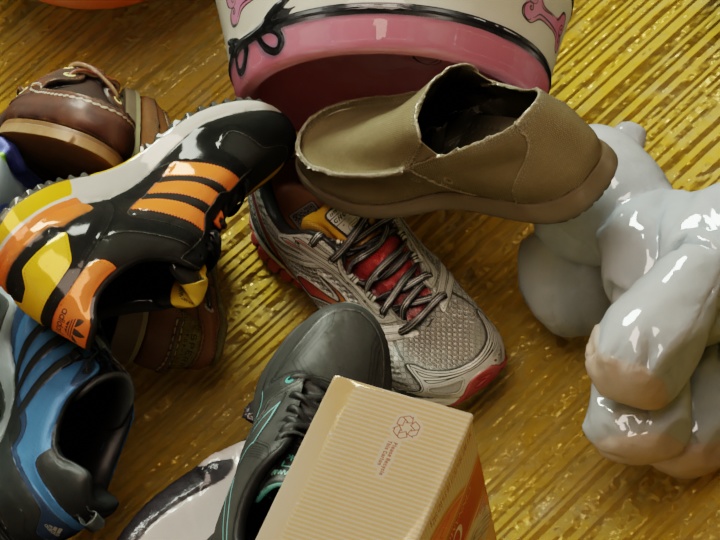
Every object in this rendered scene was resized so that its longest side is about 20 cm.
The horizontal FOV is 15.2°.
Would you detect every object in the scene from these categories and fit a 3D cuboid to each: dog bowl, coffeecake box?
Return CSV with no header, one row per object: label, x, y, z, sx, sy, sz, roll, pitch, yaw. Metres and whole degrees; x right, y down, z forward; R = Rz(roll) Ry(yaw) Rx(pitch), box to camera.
dog bowl,0.017,-0.119,1.479,0.200,0.200,0.074,0,70,10
coffeecake box,0.004,0.170,1.276,0.073,0.200,0.154,16,61,18

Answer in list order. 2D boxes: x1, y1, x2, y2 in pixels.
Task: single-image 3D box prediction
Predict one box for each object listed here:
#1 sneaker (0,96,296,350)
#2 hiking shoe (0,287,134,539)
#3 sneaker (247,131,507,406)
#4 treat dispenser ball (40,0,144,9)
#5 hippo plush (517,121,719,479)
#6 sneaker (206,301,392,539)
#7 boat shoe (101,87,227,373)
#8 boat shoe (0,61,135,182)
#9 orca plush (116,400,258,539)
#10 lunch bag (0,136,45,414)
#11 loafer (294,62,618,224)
sneaker,-0.096,-0.018,1.393,0.200,0.070,0.090,-27,62,-37
hiking shoe,-0.147,0.057,1.393,0.087,0.074,0.200,-16,54,30
sneaker,0.000,0.000,1.463,0.078,0.082,0.200,-39,59,-16
treat dispenser ball,-0.160,-0.255,1.590,0.200,0.201,0.201,-5,56,7
hippo plush,0.135,-0.002,1.388,0.159,0.200,0.161,-28,45,-35
sneaker,-0.024,0.097,1.339,0.075,0.079,0.200,22,61,-5
boat shoe,-0.113,-0.019,1.512,0.068,0.072,0.200,12,46,-18
boat shoe,-0.163,-0.082,1.485,0.070,0.200,0.070,29,79,-16
orca plush,-0.057,0.138,1.396,0.200,0.071,0.105,-37,82,-28
lunch bag,-0.275,0.003,1.489,0.200,0.127,0.170,14,66,38
loafer,0.042,-0.071,1.387,0.200,0.067,0.076,3,44,39
